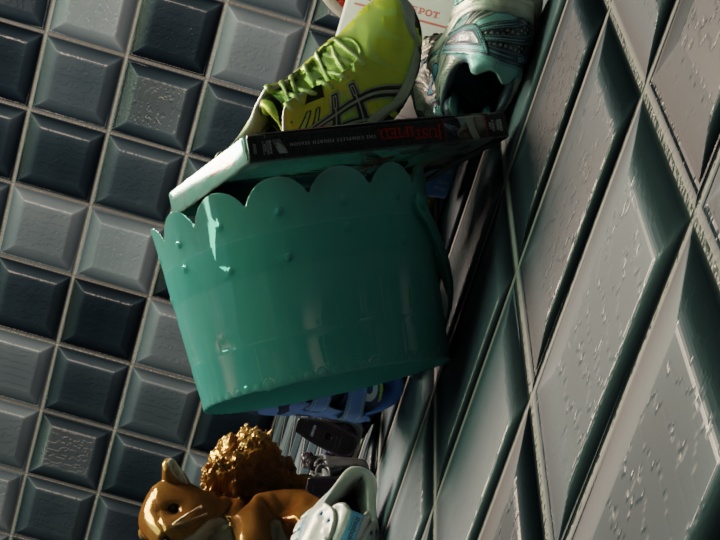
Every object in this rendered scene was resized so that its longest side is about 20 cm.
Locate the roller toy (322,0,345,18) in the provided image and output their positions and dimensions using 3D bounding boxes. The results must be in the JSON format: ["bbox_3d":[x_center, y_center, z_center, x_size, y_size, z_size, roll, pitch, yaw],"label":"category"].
[{"bbox_3d":[0.049,-0.301,1.507,0.182,0.200,0.140,93,-173,-52],"label":"roller toy"}]

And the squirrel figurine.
[{"bbox_3d":[-0.117,0.242,1.615,0.200,0.187,0.142,-81,8,-62],"label":"squirrel figurine"}]

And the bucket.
[{"bbox_3d":[-0.036,0.017,1.167,0.207,0.207,0.135,126,133,-79],"label":"bucket"}]

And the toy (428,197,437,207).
[{"bbox_3d":[0.055,-0.096,1.559,0.200,0.047,0.115,-75,-6,-82],"label":"toy"}]

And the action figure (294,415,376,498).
[{"bbox_3d":[-0.017,0.137,1.506,0.200,0.069,0.130,-72,-11,-76],"label":"action figure"}]

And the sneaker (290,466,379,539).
[{"bbox_3d":[-0.024,0.222,1.256,0.200,0.075,0.087,-80,13,-54],"label":"sneaker"}]

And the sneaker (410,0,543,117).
[{"bbox_3d":[0.075,-0.136,1.247,0.200,0.078,0.086,114,168,-65],"label":"sneaker"}]

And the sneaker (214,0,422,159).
[{"bbox_3d":[-0.029,-0.125,1.251,0.200,0.075,0.076,-53,-34,5],"label":"sneaker"}]

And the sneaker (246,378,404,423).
[{"bbox_3d":[-0.029,0.083,1.329,0.200,0.082,0.074,5,-83,-67],"label":"sneaker"}]

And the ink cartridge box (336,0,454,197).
[{"bbox_3d":[0.040,-0.173,1.407,0.067,0.116,0.200,7,-78,-58],"label":"ink cartridge box"}]

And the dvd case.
[{"bbox_3d":[-0.017,-0.074,1.176,0.146,0.200,0.022,-26,75,60],"label":"dvd case"}]

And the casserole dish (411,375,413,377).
[{"bbox_3d":[-0.015,0.019,1.365,0.039,0.121,0.200,-51,34,-2],"label":"casserole dish"}]
